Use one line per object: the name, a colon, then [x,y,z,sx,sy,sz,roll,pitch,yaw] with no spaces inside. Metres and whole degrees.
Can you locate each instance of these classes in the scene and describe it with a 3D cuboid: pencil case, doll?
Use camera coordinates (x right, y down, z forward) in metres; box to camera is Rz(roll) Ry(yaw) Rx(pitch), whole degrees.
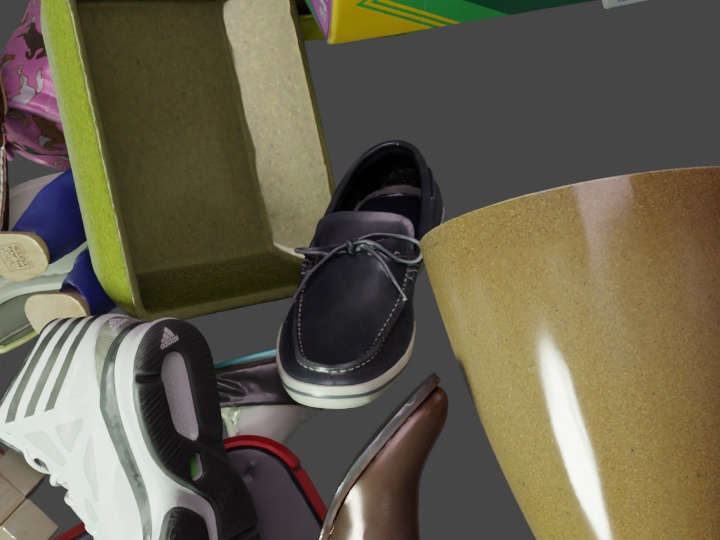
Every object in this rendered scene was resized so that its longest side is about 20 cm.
pencil case: [-0.154,-0.156,1.440,0.083,0.087,0.200,22,70,-14]
doll: [-0.123,-0.050,1.372,0.137,0.048,0.200,58,44,-16]

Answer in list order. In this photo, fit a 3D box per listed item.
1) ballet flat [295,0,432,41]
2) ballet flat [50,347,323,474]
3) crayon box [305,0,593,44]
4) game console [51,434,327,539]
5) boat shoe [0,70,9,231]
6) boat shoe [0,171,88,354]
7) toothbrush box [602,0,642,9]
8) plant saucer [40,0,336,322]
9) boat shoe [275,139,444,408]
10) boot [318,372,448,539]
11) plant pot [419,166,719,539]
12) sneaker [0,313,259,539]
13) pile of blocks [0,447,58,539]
ballet flat: [-0.012,-0.168,1.441,0.200,0.067,0.067,-11,67,0]
ballet flat: [-0.085,0.077,1.356,0.200,0.068,0.069,-6,84,-4]
crayon box: [0.030,-0.220,1.405,0.172,0.058,0.200,-10,46,-19]
game console: [-0.089,0.200,1.308,0.200,0.031,0.177,-30,88,-2]
boat shoe: [-0.227,-0.088,1.351,0.070,0.070,0.200,-4,69,-25]
boat shoe: [-0.199,0.007,1.387,0.202,0.060,0.072,-29,66,-27]
toothbrush box: [0.221,-0.250,1.446,0.200,0.085,0.147,-12,70,-1]
plant saucer: [-0.095,-0.075,1.335,0.048,0.200,0.200,-13,88,33]
boat shoe: [0.000,0.000,1.332,0.074,0.062,0.200,5,38,15]
boot: [0.064,0.176,1.265,0.200,0.064,0.187,32,100,4]
plant pot: [0.137,0.066,1.266,0.186,0.186,0.200,-9,79,0]
sneaker: [-0.121,0.112,1.272,0.115,0.201,0.076,8,24,38]
pile of blocks: [-0.233,0.113,1.342,0.200,0.082,0.062,16,45,29]
